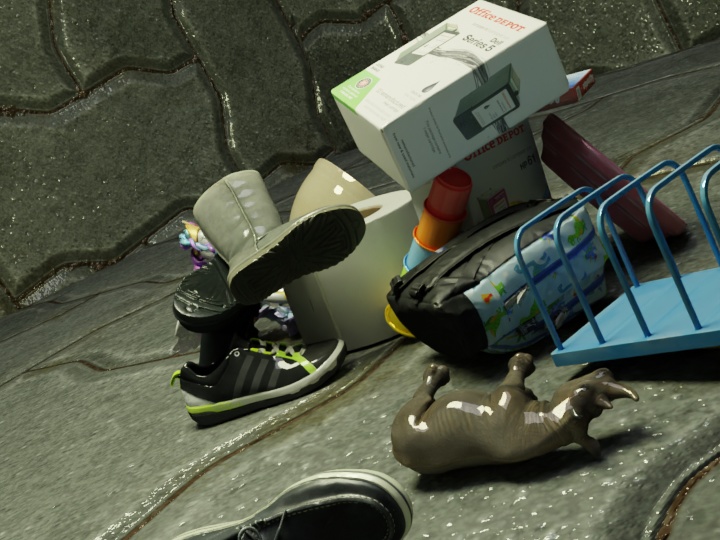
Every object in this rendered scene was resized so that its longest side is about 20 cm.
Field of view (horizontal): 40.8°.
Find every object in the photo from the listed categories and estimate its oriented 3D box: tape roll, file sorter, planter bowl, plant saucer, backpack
[{"bbox_3d":[0.000,0.000,1.210,0.201,0.140,0.203,-20,12,5],"label":"tape roll"},{"bbox_3d":[0.244,-0.017,0.774,0.138,0.123,0.199,-30,7,-36],"label":"file sorter"},{"bbox_3d":[-0.028,-0.047,1.420,0.135,0.200,0.200,-49,15,-3],"label":"planter bowl"},{"bbox_3d":[0.278,-0.098,1.103,0.051,0.200,0.201,-51,5,15],"label":"plant saucer"},{"bbox_3d":[0.149,0.006,0.961,0.200,0.154,0.163,-46,13,-12],"label":"backpack"}]

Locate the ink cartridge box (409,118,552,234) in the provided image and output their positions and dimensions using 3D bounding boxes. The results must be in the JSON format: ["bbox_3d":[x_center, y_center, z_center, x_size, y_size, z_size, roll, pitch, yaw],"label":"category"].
[{"bbox_3d":[0.144,-0.066,1.097,0.144,0.201,0.084,-30,15,-39],"label":"ink cartridge box"}]

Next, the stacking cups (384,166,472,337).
[{"bbox_3d":[0.079,-0.020,1.044,0.060,0.201,0.061,11,37,-8],"label":"stacking cups"}]

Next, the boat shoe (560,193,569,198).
[{"bbox_3d":[0.208,-0.058,1.311,0.199,0.057,0.067,-12,14,37],"label":"boat shoe"}]

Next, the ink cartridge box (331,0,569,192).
[{"bbox_3d":[0.091,-0.187,1.005,0.199,0.084,0.146,-33,33,-7],"label":"ink cartridge box"}]

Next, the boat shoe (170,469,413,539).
[{"bbox_3d":[-0.056,0.187,0.627,0.199,0.075,0.062,-23,15,18],"label":"boat shoe"}]

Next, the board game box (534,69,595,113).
[{"bbox_3d":[0.153,-0.182,1.077,0.199,0.020,0.103,-10,16,28],"label":"board game box"}]

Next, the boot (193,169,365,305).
[{"bbox_3d":[-0.100,-0.060,1.122,0.181,0.073,0.200,-25,31,-2],"label":"boot"}]

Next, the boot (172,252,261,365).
[{"bbox_3d":[-0.166,0.071,1.158,0.076,0.169,0.200,13,28,8],"label":"boot"}]

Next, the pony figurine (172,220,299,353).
[{"bbox_3d":[-0.165,0.023,1.330,0.198,0.195,0.166,10,4,12],"label":"pony figurine"}]

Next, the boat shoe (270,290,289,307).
[{"bbox_3d":[-0.106,0.030,1.470,0.068,0.073,0.200,-22,2,-9],"label":"boat shoe"}]

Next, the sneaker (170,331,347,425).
[{"bbox_3d":[-0.114,0.105,1.073,0.199,0.083,0.072,-21,12,0],"label":"sneaker"}]

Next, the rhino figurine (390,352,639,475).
[{"bbox_3d":[0.109,0.108,0.712,0.199,0.060,0.088,-12,28,32],"label":"rhino figurine"}]

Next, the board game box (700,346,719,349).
[{"bbox_3d":[0.351,0.025,0.744,0.199,0.030,0.095,-6,19,46],"label":"board game box"}]
